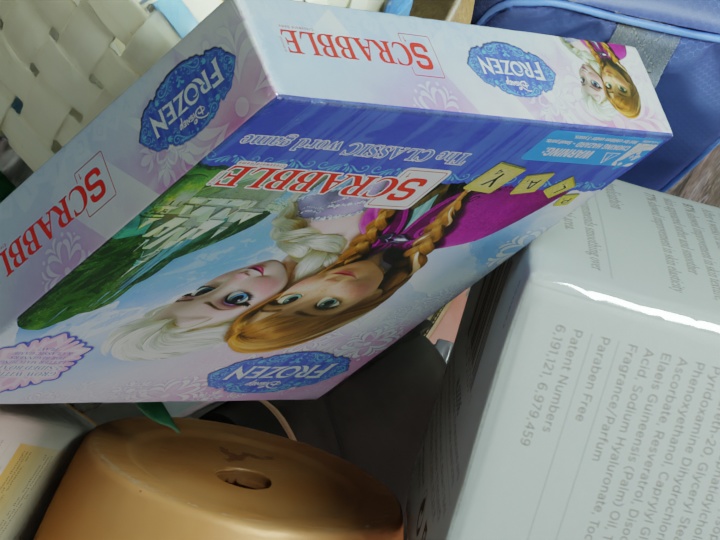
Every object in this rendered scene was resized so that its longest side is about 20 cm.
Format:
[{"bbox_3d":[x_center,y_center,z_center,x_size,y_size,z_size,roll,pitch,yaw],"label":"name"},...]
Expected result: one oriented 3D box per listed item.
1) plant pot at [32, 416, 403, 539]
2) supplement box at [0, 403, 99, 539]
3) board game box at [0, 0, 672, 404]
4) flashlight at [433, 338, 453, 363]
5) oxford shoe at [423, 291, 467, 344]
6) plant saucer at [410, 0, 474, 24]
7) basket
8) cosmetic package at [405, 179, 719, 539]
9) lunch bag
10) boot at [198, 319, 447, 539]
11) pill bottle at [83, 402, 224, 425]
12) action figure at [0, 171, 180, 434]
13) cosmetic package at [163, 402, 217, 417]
[{"bbox_3d":[-0.065,0.149,1.153,0.200,0.200,0.140,-17,122,-65],"label":"plant pot"},{"bbox_3d":[-0.189,0.092,1.114,0.126,0.073,0.200,-55,166,1],"label":"supplement box"},{"bbox_3d":[-0.027,-0.016,0.945,0.200,0.041,0.199,2,149,-46],"label":"board game box"},{"bbox_3d":[0.008,0.132,1.360,0.068,0.068,0.201,31,68,-46],"label":"flashlight"},{"bbox_3d":[0.037,-0.022,1.547,0.071,0.074,0.200,-32,-156,40],"label":"oxford shoe"},{"bbox_3d":[-0.027,-0.070,1.078,0.200,0.200,0.035,-50,120,-14],"label":"plant saucer"},{"bbox_3d":[-0.039,-0.119,0.961,0.200,0.139,0.176,-29,168,-38],"label":"basket"},{"bbox_3d":[0.133,0.074,1.073,0.167,0.199,0.167,-85,-170,-72],"label":"cosmetic package"},{"bbox_3d":[0.088,-0.103,1.148,0.200,0.135,0.133,127,-27,-63],"label":"lunch bag"},{"bbox_3d":[0.013,0.133,1.299,0.138,0.077,0.201,-28,110,-38],"label":"boot"},{"bbox_3d":[-0.074,0.104,1.401,0.114,0.114,0.200,-53,164,-5],"label":"pill bottle"},{"bbox_3d":[-0.137,-0.006,1.052,0.055,0.118,0.200,-40,154,-5],"label":"action figure"},{"bbox_3d":[0.000,0.000,1.284,0.151,0.052,0.200,-33,174,26],"label":"cosmetic package"}]
